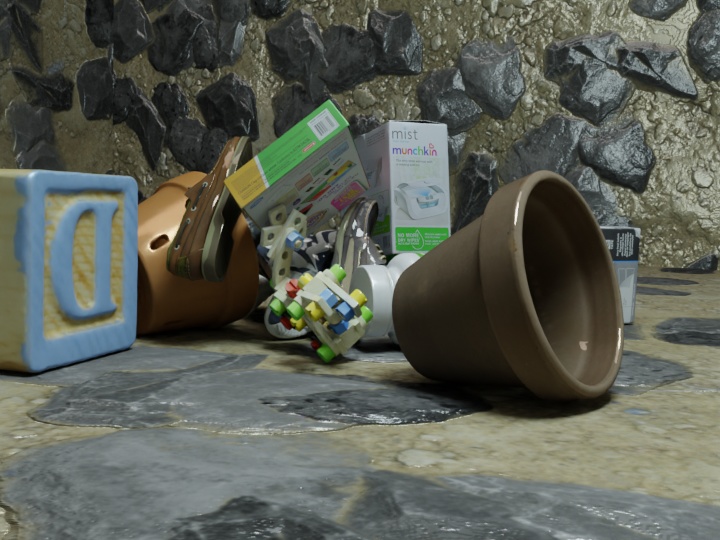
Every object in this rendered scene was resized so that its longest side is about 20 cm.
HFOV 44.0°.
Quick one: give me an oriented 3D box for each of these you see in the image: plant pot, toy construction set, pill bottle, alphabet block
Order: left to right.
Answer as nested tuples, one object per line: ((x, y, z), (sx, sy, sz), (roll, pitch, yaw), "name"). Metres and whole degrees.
((-0.368, -0.009, 0.941), (0.195, 0.201, 0.196), (2, 2, 17), "alphabet block")
((-0.242, -0.010, 1.129), (0.138, 0.205, 0.198), (-22, 19, -39), "plant pot")
((-0.059, 0.021, 0.982), (0.091, 0.132, 0.201), (-33, 44, -5), "toy construction set")
((0.090, 0.035, 1.072), (0.196, 0.114, 0.111), (0, 4, -23), "pill bottle")
((0.125, 0.028, 0.830), (0.172, 0.205, 0.198), (-16, -8, 38), "plant pot")

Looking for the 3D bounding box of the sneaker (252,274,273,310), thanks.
((-0.164, 0.013, 1.331), (0.076, 0.081, 0.200), (-37, 4, -10), "sneaker")

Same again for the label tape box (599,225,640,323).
((0.320, 0.007, 1.334), (0.196, 0.148, 0.063), (-1, 7, -24), "label tape box")

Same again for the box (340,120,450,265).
((0.042, -0.103, 1.265), (0.094, 0.181, 0.199), (0, -5, -21), "box")

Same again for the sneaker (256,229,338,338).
((-0.103, 0.017, 1.178), (0.127, 0.080, 0.201), (-2, 40, 32), "sneaker")

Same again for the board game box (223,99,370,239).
((-0.069, -0.102, 1.068), (0.152, 0.041, 0.200), (-38, -16, -4), "board game box")

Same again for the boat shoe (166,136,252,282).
((-0.176, -0.081, 1.041), (0.066, 0.203, 0.073), (5, -36, 9), "boat shoe")

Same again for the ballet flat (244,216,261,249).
((-0.172, 0.003, 1.211), (0.056, 0.067, 0.201), (-24, -22, -38), "ballet flat")

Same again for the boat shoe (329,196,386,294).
((0.000, 0.000, 1.142), (0.072, 0.204, 0.075), (9, -25, 14), "boat shoe")
